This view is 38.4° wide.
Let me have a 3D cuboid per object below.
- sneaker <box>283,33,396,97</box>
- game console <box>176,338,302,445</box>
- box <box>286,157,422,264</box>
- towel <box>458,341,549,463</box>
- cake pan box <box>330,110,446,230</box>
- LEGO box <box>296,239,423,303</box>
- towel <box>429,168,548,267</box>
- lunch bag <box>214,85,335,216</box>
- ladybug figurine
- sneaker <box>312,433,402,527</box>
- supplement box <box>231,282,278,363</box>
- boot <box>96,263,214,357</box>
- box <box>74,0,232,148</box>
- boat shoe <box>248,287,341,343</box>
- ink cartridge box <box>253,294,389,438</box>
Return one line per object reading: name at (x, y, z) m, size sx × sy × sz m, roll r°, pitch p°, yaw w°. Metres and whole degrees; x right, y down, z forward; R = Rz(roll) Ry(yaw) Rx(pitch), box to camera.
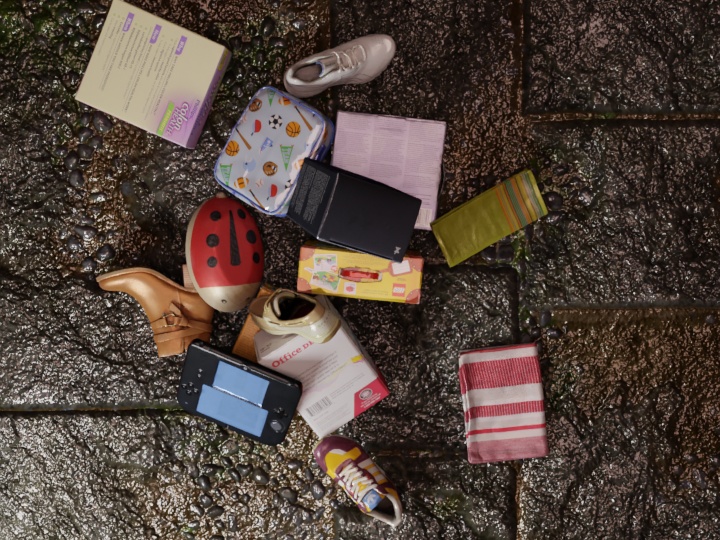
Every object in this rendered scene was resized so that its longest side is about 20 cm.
sneaker at (-0.033, -0.338, 1.711) m, size 0.198 × 0.087 × 0.075 m, roll -23°, pitch 93°, yaw 1°
game console at (-0.202, 0.205, 1.702) m, size 0.198 × 0.031 × 0.178 m, roll 22°, pitch 138°, yaw 0°
box at (-0.014, -0.096, 1.610) m, size 0.147 × 0.200 × 0.105 m, roll 16°, pitch 97°, yaw -22°
towel at (0.249, 0.232, 1.798) m, size 0.142 × 0.023 × 0.202 m, roll -6°, pitch 95°, yaw 0°
cake pan box at (0.046, -0.168, 1.746) m, size 0.198 × 0.052 × 0.186 m, roll 5°, pitch 98°, yaw 0°
LEGO box at (0.000, 0.000, 1.712) m, size 0.198 × 0.149 × 0.078 m, roll 5°, pitch 96°, yaw 0°
towel at (0.219, -0.089, 1.746) m, size 0.199 × 0.018 × 0.087 m, roll -29°, pitch 100°, yaw -9°
lunch bag at (-0.141, -0.192, 1.718) m, size 0.159 × 0.076 × 0.201 m, roll 31°, pitch 96°, yaw 13°
ladybug figurine at (-0.222, -0.032, 1.731) m, size 0.134 × 0.072 × 0.202 m, roll -9°, pitch 90°, yaw -25°
sneaker at (0.002, 0.355, 1.750) m, size 0.075 × 0.090 × 0.200 m, roll -46°, pitch 115°, yaw 7°
supplement box at (-0.179, 0.126, 1.768) m, size 0.068 × 0.067 × 0.202 m, roll 22°, pitch 96°, yaw -2°
boot at (-0.347, 0.069, 1.755) m, size 0.198 × 0.074 × 0.157 m, roll -2°, pitch 91°, yaw -2°
box at (-0.338, -0.323, 1.709) m, size 0.198 × 0.097 × 0.177 m, roll 23°, pitch 95°, yaw -1°
boat shoe at (-0.114, 0.061, 1.641) m, size 0.074 × 0.199 × 0.067 m, roll -55°, pitch 129°, yaw -26°
ink cartridge box at (-0.064, 0.159, 1.725) m, size 0.147 × 0.086 × 0.201 m, roll -32°, pitch 119°, yaw 4°
